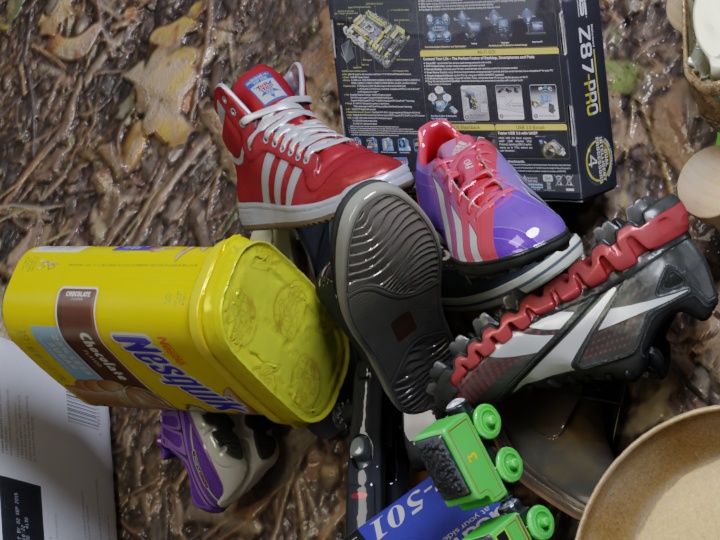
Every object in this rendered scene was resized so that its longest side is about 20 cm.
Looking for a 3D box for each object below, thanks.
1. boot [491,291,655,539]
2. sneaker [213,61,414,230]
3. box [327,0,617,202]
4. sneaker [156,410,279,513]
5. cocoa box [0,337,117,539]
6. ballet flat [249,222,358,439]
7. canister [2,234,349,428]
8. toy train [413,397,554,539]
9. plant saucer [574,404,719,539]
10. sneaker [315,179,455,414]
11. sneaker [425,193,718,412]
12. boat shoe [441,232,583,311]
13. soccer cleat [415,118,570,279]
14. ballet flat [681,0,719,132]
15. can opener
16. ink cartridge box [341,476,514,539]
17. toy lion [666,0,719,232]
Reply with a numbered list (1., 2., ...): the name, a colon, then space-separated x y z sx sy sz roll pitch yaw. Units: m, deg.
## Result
1. boot: 0.134 0.091 1.488 0.200 0.075 0.097 37 104 48
2. sneaker: -0.038 -0.090 1.608 0.200 0.071 0.113 -5 101 59
3. box: 0.071 -0.129 1.578 0.200 0.049 0.162 3 107 41
4. sneaker: -0.131 0.093 1.750 0.083 0.081 0.200 -51 43 31
5. cocoa box: -0.279 0.174 1.817 0.131 0.133 0.200 -29 55 34
6. ballet flat: -0.049 0.026 1.699 0.073 0.073 0.200 -29 55 33
7. canister: -0.129 0.041 1.622 0.200 0.149 0.087 1 59 35
8. toy train: 0.095 0.172 1.436 0.042 0.056 0.200 -22 97 46
9. plant saucer: 0.221 0.178 1.367 0.200 0.035 0.201 -6 78 27
10. sneaker: 0.000 0.000 1.519 0.075 0.200 0.106 -31 49 -14
11. sneaker: 0.134 0.042 1.445 0.200 0.071 0.098 -36 86 17
12. boat shoe: 0.063 -0.014 1.595 0.200 0.062 0.075 -1 29 47
13. soccer cleat: 0.074 -0.046 1.470 0.200 0.068 0.073 -138 29 -73
14. ballet flat: 0.222 -0.181 1.430 0.070 0.065 0.200 -14 65 22
15. can opener: 0.014 0.152 1.589 0.079 0.063 0.200 -7 69 42
16. ink cartridge box: 0.015 0.204 1.506 0.200 0.044 0.094 -35 30 -7
17. toy lion: 0.288 -0.130 1.443 0.191 0.069 0.200 -14 64 32
